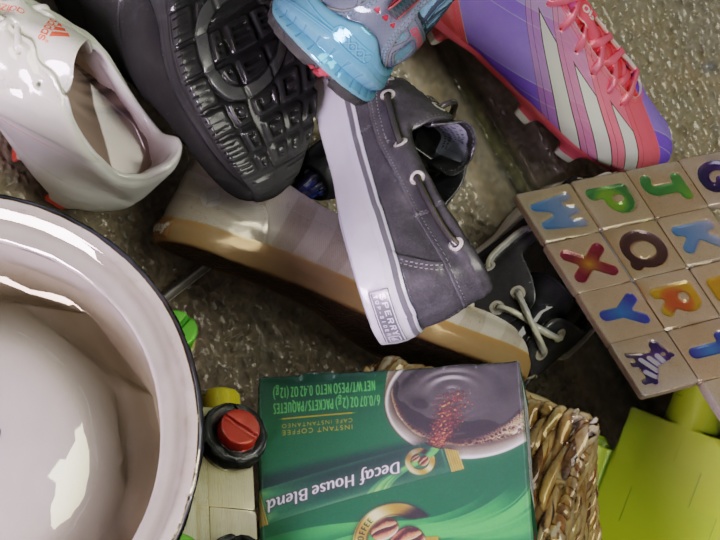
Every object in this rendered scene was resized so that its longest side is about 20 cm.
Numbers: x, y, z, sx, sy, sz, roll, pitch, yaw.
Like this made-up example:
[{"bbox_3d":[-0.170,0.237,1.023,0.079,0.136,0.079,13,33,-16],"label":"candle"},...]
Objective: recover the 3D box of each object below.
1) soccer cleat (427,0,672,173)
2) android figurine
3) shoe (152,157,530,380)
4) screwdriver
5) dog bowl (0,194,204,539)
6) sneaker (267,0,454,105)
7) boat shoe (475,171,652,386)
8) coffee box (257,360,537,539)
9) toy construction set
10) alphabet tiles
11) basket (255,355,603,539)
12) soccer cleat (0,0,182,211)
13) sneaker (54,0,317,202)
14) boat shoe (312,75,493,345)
[{"bbox_3d":[0.099,-0.119,1.515,0.200,0.076,0.067,36,28,-24],"label":"soccer cleat"},{"bbox_3d":[0.169,0.147,1.459,0.200,0.182,0.041,-67,162,-4],"label":"android figurine"},{"bbox_3d":[0.000,0.000,1.378,0.200,0.070,0.053,25,74,-24],"label":"shoe"},{"bbox_3d":[-0.048,-0.019,1.408,0.200,0.028,0.029,-44,136,-33],"label":"screwdriver"},{"bbox_3d":[-0.161,0.073,1.187,0.200,0.074,0.200,0,75,0],"label":"dog bowl"},{"bbox_3d":[0.016,-0.151,1.336,0.079,0.096,0.200,41,23,-25],"label":"sneaker"},{"bbox_3d":[0.085,0.017,1.482,0.200,0.060,0.074,-44,106,-40],"label":"boat shoe"},{"bbox_3d":[0.018,0.138,1.269,0.044,0.123,0.200,80,8,-60],"label":"coffee box"},{"bbox_3d":[-0.109,0.099,1.259,0.131,0.092,0.200,6,73,-17],"label":"toy construction set"},{"bbox_3d":[0.191,0.021,1.463,0.167,0.008,0.200,-12,54,-28],"label":"alphabet tiles"},{"bbox_3d":[0.022,0.161,1.366,0.149,0.143,0.200,80,27,-61],"label":"basket"},{"bbox_3d":[-0.161,-0.100,1.291,0.200,0.078,0.069,41,54,-25],"label":"soccer cleat"},{"bbox_3d":[-0.090,-0.116,1.339,0.076,0.091,0.200,-21,79,-39],"label":"sneaker"},{"bbox_3d":[0.021,-0.048,1.326,0.200,0.066,0.070,-101,170,-53],"label":"boat shoe"}]
